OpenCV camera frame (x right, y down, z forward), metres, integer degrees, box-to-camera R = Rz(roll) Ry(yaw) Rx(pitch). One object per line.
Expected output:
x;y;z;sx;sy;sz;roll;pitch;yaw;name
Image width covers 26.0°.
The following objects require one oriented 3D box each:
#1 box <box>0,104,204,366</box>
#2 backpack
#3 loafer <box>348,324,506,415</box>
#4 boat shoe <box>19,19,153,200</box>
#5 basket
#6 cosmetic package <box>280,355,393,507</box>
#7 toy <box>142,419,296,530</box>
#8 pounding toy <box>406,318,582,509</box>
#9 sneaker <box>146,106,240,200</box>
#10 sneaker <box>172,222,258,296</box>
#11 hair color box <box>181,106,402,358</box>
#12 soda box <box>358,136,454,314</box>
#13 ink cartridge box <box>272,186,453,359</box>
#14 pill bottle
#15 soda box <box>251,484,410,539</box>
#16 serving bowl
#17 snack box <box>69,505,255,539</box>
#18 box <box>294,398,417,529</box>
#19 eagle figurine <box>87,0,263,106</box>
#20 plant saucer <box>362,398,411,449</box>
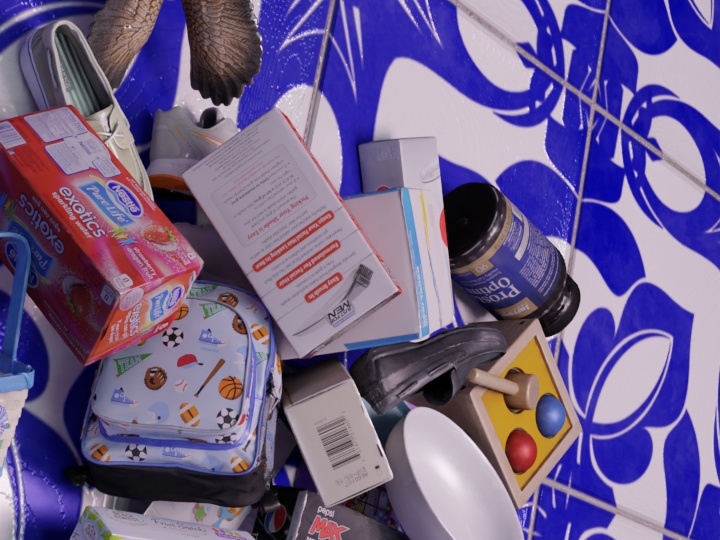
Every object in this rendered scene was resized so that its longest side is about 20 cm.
-0.239;-0.033;1.317;0.099;0.096;0.200;-23;64;-46;box
-0.157;0.102;1.405;0.155;0.197;0.192;96;1;-53;backpack
0.075;0.103;1.574;0.199;0.068;0.071;-11;68;-41;loafer
-0.242;-0.126;1.390;0.072;0.062;0.202;-32;97;-30;boat shoe
-0.341;0.069;1.234;0.175;0.138;0.203;-4;99;-47;basket
-0.028;0.150;1.502;0.072;0.200;0.105;-23;94;-4;cosmetic package
-0.151;0.205;1.497;0.201;0.047;0.116;-56;138;-27;toy
0.154;0.151;1.768;0.184;0.141;0.202;-42;117;-41;pounding toy
-0.125;-0.111;1.540;0.199;0.075;0.093;13;73;-47;sneaker
-0.160;-0.009;1.506;0.199;0.074;0.088;36;44;-43;sneaker
-0.061;-0.033;1.423;0.201;0.110;0.064;57;4;6;hair color box
0.052;-0.045;1.732;0.068;0.063;0.203;-8;92;-48;soda box
0.000;0.000;1.549;0.200;0.145;0.147;-12;92;-77;ink cartridge box
0.171;-0.007;1.824;0.200;0.111;0.113;40;59;-37;pill bottle
-0.019;0.277;1.567;0.199;0.063;0.072;31;67;-42;soda box
0.086;0.244;1.622;0.200;0.066;0.201;43;24;-24;serving bowl
-0.188;0.296;1.405;0.199;0.053;0.143;19;101;-45;snack box
-0.007;0.222;1.661;0.136;0.039;0.202;29;66;-43;box
-0.174;-0.263;1.461;0.151;0.150;0.203;24;63;-65;eagle figurine
0.041;0.183;1.676;0.201;0.019;0.070;53;51;-32;plant saucer
